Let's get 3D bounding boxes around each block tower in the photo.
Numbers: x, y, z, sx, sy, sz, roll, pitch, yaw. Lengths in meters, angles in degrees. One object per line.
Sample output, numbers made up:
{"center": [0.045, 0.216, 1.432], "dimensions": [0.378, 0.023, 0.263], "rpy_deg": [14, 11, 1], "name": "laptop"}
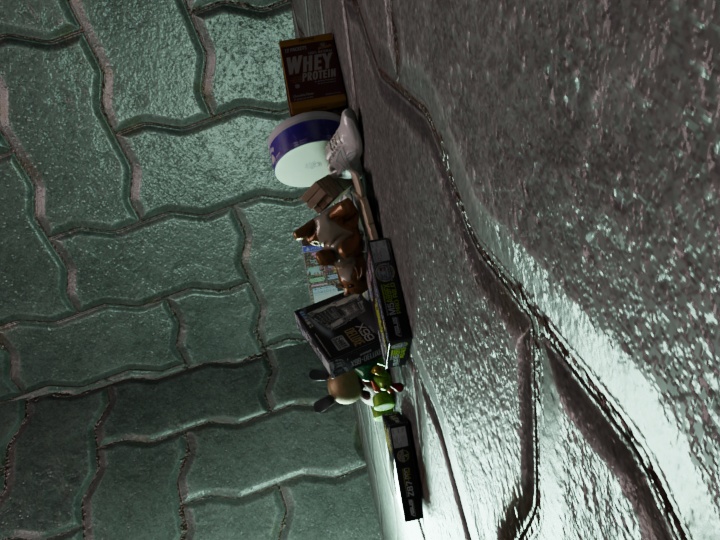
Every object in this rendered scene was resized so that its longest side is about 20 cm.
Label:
{"center": [-0.068, -0.183, 1.593], "dimensions": [0.054, 0.058, 0.200], "rpy_deg": [47, -154, -2], "name": "block tower"}

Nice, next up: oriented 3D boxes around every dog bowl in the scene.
{"center": [-0.115, -0.281, 1.657], "dimensions": [0.201, 0.196, 0.080], "rpy_deg": [93, 164, -68], "name": "dog bowl"}

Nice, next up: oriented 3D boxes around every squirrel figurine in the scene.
{"center": [-0.028, -0.046, 1.516], "dimensions": [0.189, 0.140, 0.200], "rpy_deg": [59, -167, -7], "name": "squirrel figurine"}

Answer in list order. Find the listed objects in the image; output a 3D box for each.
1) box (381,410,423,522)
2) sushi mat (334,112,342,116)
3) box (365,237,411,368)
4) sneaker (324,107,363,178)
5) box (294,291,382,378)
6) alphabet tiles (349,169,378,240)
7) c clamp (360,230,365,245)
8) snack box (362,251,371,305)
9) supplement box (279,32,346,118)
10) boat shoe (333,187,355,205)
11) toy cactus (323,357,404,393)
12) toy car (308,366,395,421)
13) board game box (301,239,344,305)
{"center": [0.091, 0.420, 1.539], "dimensions": [0.161, 0.048, 0.205], "rpy_deg": [137, 123, -87], "name": "box"}
{"center": [-0.076, -0.318, 1.720], "dimensions": [0.201, 0.094, 0.012], "rpy_deg": [91, 166, -68], "name": "sushi mat"}
{"center": [0.050, 0.064, 1.336], "dimensions": [0.161, 0.043, 0.204], "rpy_deg": [93, 166, -67], "name": "box"}
{"center": [-0.036, -0.258, 1.494], "dimensions": [0.202, 0.078, 0.072], "rpy_deg": [91, 170, -58], "name": "sneaker"}
{"center": [-0.034, 0.128, 1.507], "dimensions": [0.200, 0.155, 0.051], "rpy_deg": [47, 152, 51], "name": "box"}
{"center": [0.009, -0.112, 1.487], "dimensions": [0.200, 0.014, 0.200], "rpy_deg": [-118, 12, -76], "name": "alphabet tiles"}
{"center": [0.000, 0.000, 1.719], "dimensions": [0.171, 0.026, 0.205], "rpy_deg": [-38, -50, -88], "name": "c clamp"}
{"center": [0.028, 0.072, 1.630], "dimensions": [0.117, 0.036, 0.203], "rpy_deg": [-104, 6, -48], "name": "snack box"}
{"center": [-0.113, -0.426, 1.725], "dimensions": [0.201, 0.130, 0.201], "rpy_deg": [91, 168, -67], "name": "supplement box"}
{"center": [-0.037, -0.168, 1.736], "dimensions": [0.200, 0.065, 0.075], "rpy_deg": [-114, 15, -70], "name": "boat shoe"}
{"center": [0.004, 0.190, 1.517], "dimensions": [0.201, 0.162, 0.104], "rpy_deg": [-114, 34, -50], "name": "toy cactus"}
{"center": [-0.027, 0.287, 1.751], "dimensions": [0.159, 0.195, 0.167], "rpy_deg": [89, 169, -61], "name": "toy car"}
{"center": [-0.073, -0.008, 1.937], "dimensions": [0.097, 0.156, 0.204], "rpy_deg": [-111, 13, -64], "name": "board game box"}
